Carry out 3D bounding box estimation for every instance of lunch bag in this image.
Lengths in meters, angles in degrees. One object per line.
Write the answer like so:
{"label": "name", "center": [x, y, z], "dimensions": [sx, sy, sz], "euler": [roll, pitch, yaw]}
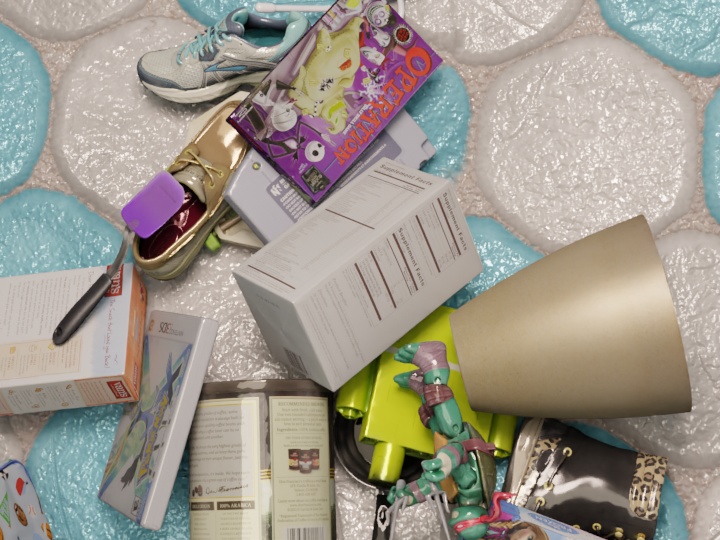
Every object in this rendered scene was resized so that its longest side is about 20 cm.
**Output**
{"label": "lunch bag", "center": [-0.357, 0.266, 1.511], "dimensions": [0.075, 0.200, 0.161], "euler": [-23, 92, 6]}

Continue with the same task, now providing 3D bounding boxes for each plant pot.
{"label": "plant pot", "center": [0.189, 0.062, 1.462], "dimensions": [0.198, 0.187, 0.189], "euler": [-13, 80, 5]}

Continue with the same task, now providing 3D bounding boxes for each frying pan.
{"label": "frying pan", "center": [0.040, 0.196, 1.544], "dimensions": [0.114, 0.031, 0.192], "euler": [-18, 80, 3]}

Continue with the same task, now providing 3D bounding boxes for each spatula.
{"label": "spatula", "center": [-0.240, -0.008, 1.525], "dimensions": [0.056, 0.020, 0.201], "euler": [41, 100, 39]}

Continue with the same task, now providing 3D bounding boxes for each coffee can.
{"label": "coffee can", "center": [-0.095, 0.211, 1.505], "dimensions": [0.145, 0.146, 0.202], "euler": [-3, 82, 8]}

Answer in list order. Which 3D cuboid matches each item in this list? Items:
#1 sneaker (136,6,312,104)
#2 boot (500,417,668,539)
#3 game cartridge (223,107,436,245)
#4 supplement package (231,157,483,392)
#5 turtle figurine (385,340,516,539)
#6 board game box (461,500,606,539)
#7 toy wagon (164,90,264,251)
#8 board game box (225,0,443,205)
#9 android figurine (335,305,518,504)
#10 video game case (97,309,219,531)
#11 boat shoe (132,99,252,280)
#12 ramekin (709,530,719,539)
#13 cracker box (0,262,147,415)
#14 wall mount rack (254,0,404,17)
{"label": "sneaker", "center": [-0.135, -0.229, 1.592], "dimensions": [0.198, 0.087, 0.078], "euler": [-5, 50, 9]}
{"label": "boot", "center": [0.204, 0.247, 1.496], "dimensions": [0.149, 0.073, 0.202], "euler": [13, 81, 9]}
{"label": "game cartridge", "center": [-0.035, -0.104, 1.558], "dimensions": [0.200, 0.041, 0.133], "euler": [-43, 100, -16]}
{"label": "supplement package", "center": [0.000, 0.000, 1.487], "dimensions": [0.199, 0.110, 0.113], "euler": [-37, 34, -21]}
{"label": "turtle figurine", "center": [0.073, 0.173, 1.412], "dimensions": [0.100, 0.150, 0.202], "euler": [-1, 62, -20]}
{"label": "board game box", "center": [0.168, 0.335, 1.454], "dimensions": [0.197, 0.043, 0.202], "euler": [20, 100, -5]}
{"label": "toy wagon", "center": [-0.101, -0.081, 1.603], "dimensions": [0.154, 0.040, 0.201], "euler": [-31, 80, 3]}
{"label": "board game box", "center": [-0.024, -0.177, 1.537], "dimensions": [0.120, 0.032, 0.200], "euler": [44, 74, -13]}
{"label": "android figurine", "center": [0.069, 0.120, 1.522], "dimensions": [0.180, 0.041, 0.202], "euler": [14, 69, -8]}
{"label": "video game case", "center": [-0.200, 0.140, 1.522], "dimensions": [0.022, 0.182, 0.202], "euler": [18, 84, -22]}
{"label": "boat shoe", "center": [-0.161, -0.082, 1.556], "dimensions": [0.074, 0.066, 0.201], "euler": [27, 88, 11]}
{"label": "ramekin", "center": [0.390, 0.322, 1.439], "dimensions": [0.198, 0.105, 0.202], "euler": [-1, 81, 8]}
{"label": "cracker box", "center": [-0.320, 0.072, 1.578], "dimensions": [0.198, 0.058, 0.135], "euler": [-6, 54, 8]}
{"label": "wall mount rack", "center": [-0.028, -0.334, 1.610], "dimensions": [0.172, 0.075, 0.202], "euler": [-12, 80, 7]}
